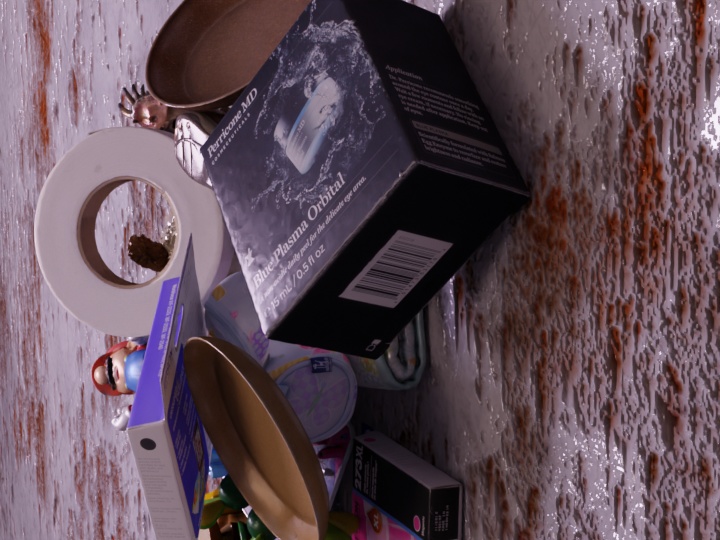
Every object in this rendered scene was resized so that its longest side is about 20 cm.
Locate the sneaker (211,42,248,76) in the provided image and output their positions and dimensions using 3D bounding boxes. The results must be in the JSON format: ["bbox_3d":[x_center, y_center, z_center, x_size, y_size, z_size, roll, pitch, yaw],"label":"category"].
[{"bbox_3d":[-0.095,-0.183,1.457,0.201,0.078,0.080,59,151,28],"label":"sneaker"}]

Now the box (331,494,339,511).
[{"bbox_3d":[-0.065,0.207,1.492,0.136,0.037,0.202,166,100,-65],"label":"box"}]

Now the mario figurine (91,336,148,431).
[{"bbox_3d":[-0.296,0.136,1.929,0.199,0.106,0.124,-4,56,59],"label":"mario figurine"}]

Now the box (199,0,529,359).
[{"bbox_3d":[-0.005,-0.075,1.136,0.197,0.117,0.201,-48,47,31],"label":"box"}]

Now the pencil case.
[{"bbox_3d":[-0.074,0.073,1.319,0.200,0.090,0.084,-131,41,-58],"label":"pencil case"}]

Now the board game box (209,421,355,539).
[{"bbox_3d":[-0.087,0.169,1.445,0.200,0.026,0.201,50,132,43],"label":"board game box"}]

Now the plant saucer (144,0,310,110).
[{"bbox_3d":[-0.111,-0.219,1.411,0.037,0.200,0.201,50,-176,-41],"label":"plant saucer"}]

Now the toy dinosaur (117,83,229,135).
[{"bbox_3d":[-0.191,-0.160,1.566,0.086,0.135,0.200,49,162,7],"label":"toy dinosaur"}]

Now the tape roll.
[{"bbox_3d":[-0.218,-0.038,1.449,0.037,0.201,0.205,-7,-86,-74],"label":"tape roll"}]

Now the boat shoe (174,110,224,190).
[{"bbox_3d":[-0.089,-0.086,1.357,0.200,0.071,0.076,46,135,31],"label":"boat shoe"}]

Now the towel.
[{"bbox_3d":[0.000,0.000,1.302,0.171,0.048,0.202,176,90,-70],"label":"towel"}]

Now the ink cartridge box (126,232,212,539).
[{"bbox_3d":[-0.164,0.104,1.325,0.199,0.043,0.201,-86,-6,-52],"label":"ink cartridge box"}]

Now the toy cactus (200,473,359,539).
[{"bbox_3d":[-0.070,0.204,1.341,0.199,0.102,0.167,2,79,54],"label":"toy cactus"}]

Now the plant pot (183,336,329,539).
[{"bbox_3d":[-0.080,0.137,1.220,0.200,0.027,0.201,47,154,31],"label":"plant pot"}]

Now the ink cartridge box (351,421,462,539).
[{"bbox_3d":[0.029,0.200,1.281,0.200,0.037,0.096,-156,64,-66],"label":"ink cartridge box"}]

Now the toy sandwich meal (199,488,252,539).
[{"bbox_3d":[-0.149,0.320,1.666,0.205,0.070,0.207,176,90,-67],"label":"toy sandwich meal"}]

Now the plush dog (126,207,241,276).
[{"bbox_3d":[-0.147,-0.057,1.541,0.201,0.159,0.173,116,166,-50],"label":"plush dog"}]
